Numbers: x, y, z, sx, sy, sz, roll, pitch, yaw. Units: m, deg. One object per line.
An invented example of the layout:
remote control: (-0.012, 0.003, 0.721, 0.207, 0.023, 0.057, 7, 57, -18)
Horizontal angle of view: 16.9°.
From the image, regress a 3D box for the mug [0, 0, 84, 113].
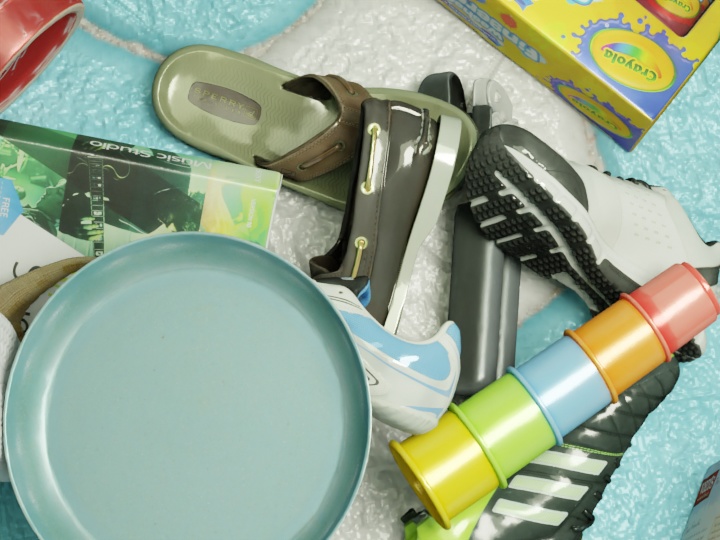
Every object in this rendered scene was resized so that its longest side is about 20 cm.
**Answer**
mug: (-0.268, -0.182, 1.379, 0.200, 0.178, 0.133, 44, 90, 0)

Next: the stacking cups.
stacking cups: (0.113, 0.067, 1.362, 0.200, 0.061, 0.061, -33, 82, -9)

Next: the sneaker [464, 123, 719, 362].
sneaker: (0.138, -0.029, 1.413, 0.200, 0.074, 0.080, 41, 62, -31)

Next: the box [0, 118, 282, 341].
box: (-0.154, -0.004, 1.377, 0.199, 0.036, 0.145, 10, 112, -5)

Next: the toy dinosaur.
toy dinosaur: (-0.224, 0.031, 1.355, 0.101, 0.058, 0.200, 33, 114, -26)

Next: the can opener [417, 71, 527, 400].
can opener: (0.067, -0.020, 1.443, 0.066, 0.053, 0.201, -8, 74, 27)

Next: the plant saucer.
plant saucer: (-0.090, 0.080, 1.282, 0.199, 0.027, 0.201, -1, 83, 9)

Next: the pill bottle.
pill bottle: (-0.082, 0.164, 1.340, 0.108, 0.109, 0.201, 24, 88, 0)

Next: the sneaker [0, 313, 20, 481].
sneaker: (-0.251, 0.045, 1.286, 0.113, 0.200, 0.076, -2, 53, 15)

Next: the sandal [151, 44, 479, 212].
sandal: (-0.030, -0.083, 1.423, 0.200, 0.057, 0.080, 14, 82, 5)

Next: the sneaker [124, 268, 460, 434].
sneaker: (-0.039, 0.027, 1.336, 0.199, 0.072, 0.073, 21, 78, 5)

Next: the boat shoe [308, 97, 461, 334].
boat shoe: (0.000, 0.000, 1.390, 0.060, 0.072, 0.202, 17, 102, -6)

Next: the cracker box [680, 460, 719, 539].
cracker box: (0.202, 0.200, 1.356, 0.057, 0.134, 0.201, 23, 76, -1)

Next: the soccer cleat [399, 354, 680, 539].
soccer cleat: (0.114, 0.124, 1.406, 0.200, 0.068, 0.081, -38, 94, -7)

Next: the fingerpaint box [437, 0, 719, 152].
fingerpaint box: (0.141, -0.202, 1.473, 0.200, 0.073, 0.167, 39, 76, 4)
